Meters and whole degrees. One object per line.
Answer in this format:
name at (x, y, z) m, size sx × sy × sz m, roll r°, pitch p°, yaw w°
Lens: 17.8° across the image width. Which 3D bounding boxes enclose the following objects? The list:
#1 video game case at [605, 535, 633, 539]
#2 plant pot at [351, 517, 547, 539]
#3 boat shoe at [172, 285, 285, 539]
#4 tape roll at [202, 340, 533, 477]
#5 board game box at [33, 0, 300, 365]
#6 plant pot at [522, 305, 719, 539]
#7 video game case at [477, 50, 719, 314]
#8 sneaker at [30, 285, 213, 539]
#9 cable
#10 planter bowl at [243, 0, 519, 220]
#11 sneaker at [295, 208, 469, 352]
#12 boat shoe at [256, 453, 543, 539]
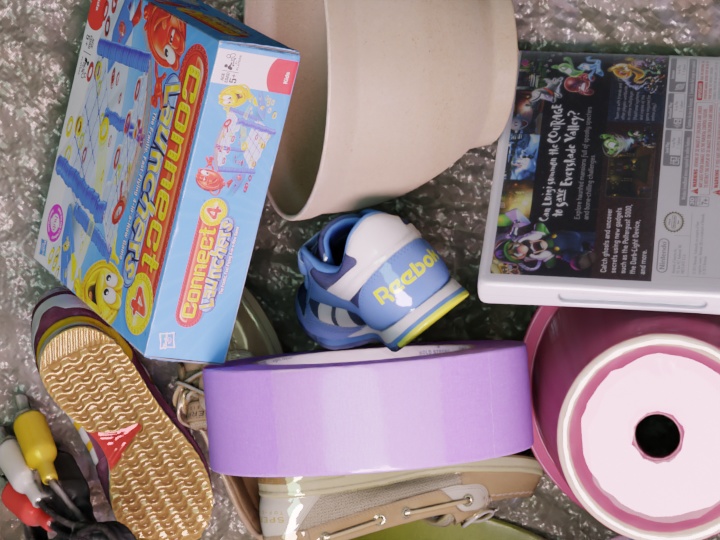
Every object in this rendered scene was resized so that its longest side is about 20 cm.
video game case at (0.173, 0.234, 1.421) m, size 0.017 × 0.200 × 0.143 m, roll -39°, pitch 72°, yaw 29°
plant pot at (0.050, 0.287, 1.486) m, size 0.200 × 0.200 × 0.193 m, roll 17°, pitch 115°, yaw 6°
boat shoe at (-0.086, 0.080, 1.510) m, size 0.071 × 0.065 × 0.200 m, roll -20°, pitch 99°, yaw 51°
tape roll at (0.005, 0.083, 1.414) m, size 0.200 × 0.200 × 0.066 m, roll -3°, pitch 91°, yaw 10°
board game box at (-0.126, -0.067, 1.441) m, size 0.056 × 0.196 × 0.200 m, roll 7°, pitch 104°, yaw -30°
plant pot at (0.191, 0.083, 1.417) m, size 0.200 × 0.179 × 0.200 m, roll 2°, pitch 101°, yaw 9°
video game case at (0.172, -0.056, 1.402) m, size 0.182 × 0.200 × 0.023 m, roll 3°, pitch 140°, yaw 9°
sneaker at (-0.158, 0.097, 1.542) m, size 0.075 × 0.090 × 0.200 m, roll -24°, pitch 121°, yaw -3°
cable at (-0.199, 0.168, 1.515) m, size 0.050 × 0.200 × 0.097 m, roll 1°, pitch 116°, yaw -26°
planter bowl at (0.016, -0.133, 1.415) m, size 0.135 × 0.200 × 0.200 m, roll -3°, pitch 101°, yaw -16°
sneaker at (0.000, 0.000, 1.435) m, size 0.074 × 0.200 × 0.082 m, roll -42°, pitch 101°, yaw -18°
boat shoe at (0.027, 0.147, 1.471) m, size 0.201 × 0.073 × 0.063 m, roll -1°, pitch 89°, yaw -32°
